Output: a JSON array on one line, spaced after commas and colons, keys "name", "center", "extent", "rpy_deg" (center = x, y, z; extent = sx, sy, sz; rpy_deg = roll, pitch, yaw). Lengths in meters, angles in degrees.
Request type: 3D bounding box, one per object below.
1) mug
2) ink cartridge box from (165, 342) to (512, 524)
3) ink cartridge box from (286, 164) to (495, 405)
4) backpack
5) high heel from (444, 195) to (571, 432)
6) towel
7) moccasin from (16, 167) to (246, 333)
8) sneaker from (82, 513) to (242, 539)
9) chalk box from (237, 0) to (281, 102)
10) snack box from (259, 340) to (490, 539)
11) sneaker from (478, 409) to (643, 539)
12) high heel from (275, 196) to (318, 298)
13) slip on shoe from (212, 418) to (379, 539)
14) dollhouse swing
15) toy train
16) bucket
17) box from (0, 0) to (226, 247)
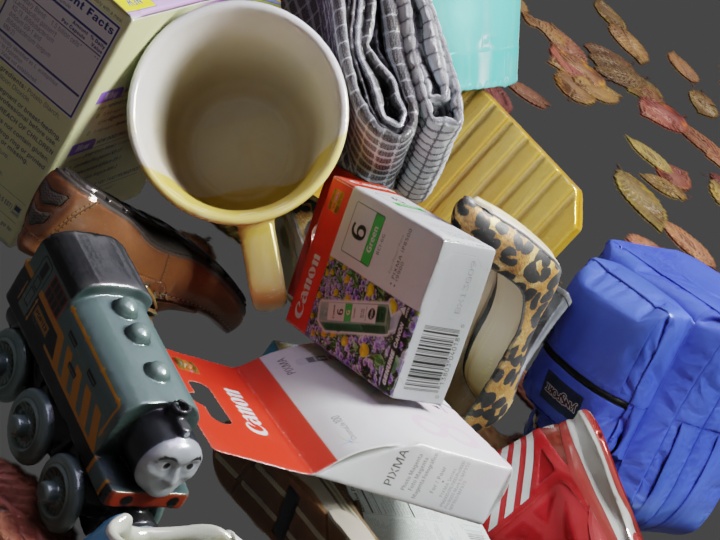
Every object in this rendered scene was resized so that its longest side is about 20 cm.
[{"name": "mug", "center": [-0.092, -0.080, 1.216], "extent": [0.148, 0.188, 0.153], "rpy_deg": [21, -7, -1]}, {"name": "ink cartridge box", "center": [-0.021, 0.087, 1.104], "extent": [0.199, 0.057, 0.163], "rpy_deg": [24, 10, -29]}, {"name": "ink cartridge box", "center": [0.000, 0.000, 1.163], "extent": [0.050, 0.110, 0.200], "rpy_deg": [10, 14, -38]}, {"name": "backpack", "center": [0.209, 0.094, 1.328], "extent": [0.166, 0.202, 0.162], "rpy_deg": [9, 21, -34]}, {"name": "high heel", "center": [0.076, 0.039, 1.192], "extent": [0.071, 0.143, 0.200], "rpy_deg": [33, -9, 33]}, {"name": "towel", "center": [0.005, -0.158, 1.243], "extent": [0.085, 0.166, 0.202], "rpy_deg": [-14, 74, -8]}, {"name": "moccasin", "center": [-0.154, 0.003, 1.192], "extent": [0.073, 0.078, 0.201], "rpy_deg": [35, 2, 37]}, {"name": "sneaker", "center": [-0.074, 0.194, 0.965], "extent": [0.199, 0.081, 0.077], "rpy_deg": [20, 29, -31]}, {"name": "chalk box", "center": [-0.145, -0.170, 1.393], "extent": [0.198, 0.126, 0.124], "rpy_deg": [19, 20, 24]}, {"name": "snack box", "center": [0.009, 0.136, 1.204], "extent": [0.115, 0.037, 0.201], "rpy_deg": [14, 34, -38]}, {"name": "sneaker", "center": [0.147, 0.210, 1.227], "extent": [0.078, 0.114, 0.202], "rpy_deg": [24, 47, -79]}, {"name": "high heel", "center": [0.011, -0.016, 1.320], "extent": [0.141, 0.072, 0.200], "rpy_deg": [-13, 45, -25]}, {"name": "slip on shoe", "center": [-0.019, 0.166, 1.087], "extent": [0.060, 0.077, 0.200], "rpy_deg": [-4, 39, -43]}, {"name": "dollhouse swing", "center": [0.046, -0.040, 1.382], "extent": [0.181, 0.176, 0.200], "rpy_deg": [-3, 47, -52]}, {"name": "toy train", "center": [-0.158, 0.070, 1.029], "extent": [0.085, 0.114, 0.201], "rpy_deg": [9, 37, -41]}, {"name": "bucket", "center": [0.043, -0.222, 1.455], "extent": [0.205, 0.136, 0.207], "rpy_deg": [-2, 10, 0]}, {"name": "box", "center": [-0.195, -0.140, 1.232], "extent": [0.096, 0.201, 0.176], "rpy_deg": [40, 27, 10]}]
